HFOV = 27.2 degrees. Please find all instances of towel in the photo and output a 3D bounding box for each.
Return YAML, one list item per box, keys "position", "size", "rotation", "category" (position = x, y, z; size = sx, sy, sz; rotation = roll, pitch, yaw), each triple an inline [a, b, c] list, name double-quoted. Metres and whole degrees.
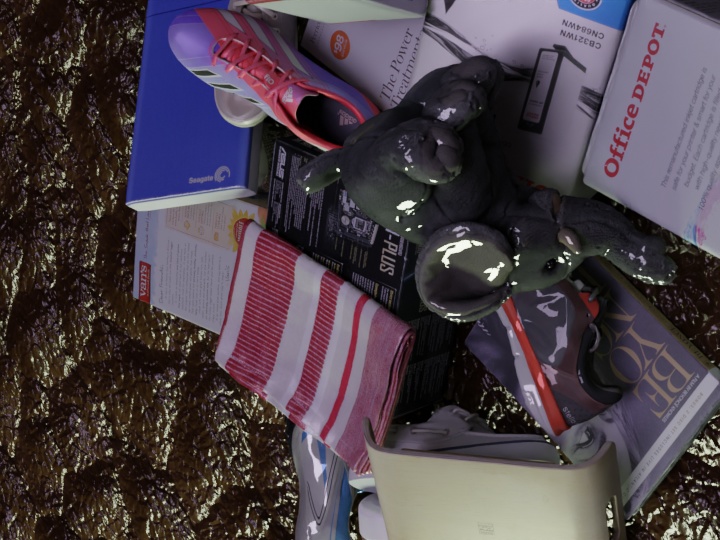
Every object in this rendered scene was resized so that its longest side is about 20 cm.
- position: [-0.045, 0.062, 1.243]
  size: [0.200, 0.023, 0.145]
  rotation: [33, 121, 34]
  category: "towel"

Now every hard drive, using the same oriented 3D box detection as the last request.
- position: [-0.143, -0.158, 1.328]
  size: [0.131, 0.025, 0.201]
  rotation: [-6, 71, 30]
  category: "hard drive"

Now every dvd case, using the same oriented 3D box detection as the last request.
- position: [0.178, 0.072, 1.154]
  size: [0.200, 0.016, 0.149]
  rotation: [47, 128, 25]
  category: "dvd case"

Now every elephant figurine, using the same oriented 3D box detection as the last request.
- position: [0.088, -0.033, 1.024]
  size: [0.200, 0.141, 0.155]
  rotation: [53, 162, -18]
  category: "elephant figurine"

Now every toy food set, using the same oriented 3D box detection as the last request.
- position: [0.105, 0.179, 1.162]
  size: [0.199, 0.061, 0.144]
  rotation: [2, 128, 19]
  category: "toy food set"

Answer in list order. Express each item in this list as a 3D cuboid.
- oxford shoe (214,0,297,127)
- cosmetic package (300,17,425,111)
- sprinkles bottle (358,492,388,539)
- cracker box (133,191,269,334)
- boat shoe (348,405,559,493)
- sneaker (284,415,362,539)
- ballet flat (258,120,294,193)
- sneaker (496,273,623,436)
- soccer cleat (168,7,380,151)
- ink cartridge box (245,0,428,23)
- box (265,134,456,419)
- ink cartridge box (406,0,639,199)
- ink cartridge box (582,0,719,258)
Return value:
- position: [-0.084, -0.221, 1.254]
  size: [0.075, 0.058, 0.201]
  rotation: [14, 85, 18]
  category: "oxford shoe"
- position: [0.042, -0.231, 1.188]
  size: [0.151, 0.052, 0.201]
  rotation: [42, 126, 32]
  category: "cosmetic package"
- position: [0.037, 0.297, 1.309]
  size: [0.068, 0.068, 0.201]
  rotation: [7, 105, 43]
  category: "sprinkles bottle"
- position: [-0.130, -0.016, 1.402]
  size: [0.200, 0.058, 0.135]
  rotation: [20, 112, 39]
  category: "cracker box"
- position: [0.077, 0.146, 1.240]
  size: [0.199, 0.072, 0.066]
  rotation: [-13, 60, 41]
  category: "boat shoe"
- position: [-0.028, 0.167, 1.355]
  size: [0.072, 0.072, 0.201]
  rotation: [157, 110, -73]
  category: "sneaker"
- position: [-0.126, -0.114, 1.362]
  size: [0.200, 0.075, 0.068]
  rotation: [30, 122, 35]
  category: "ballet flat"
- position: [0.146, 0.020, 1.129]
  size: [0.082, 0.077, 0.201]
  rotation: [-20, 85, 18]
  category: "sneaker"
- position: [-0.068, -0.152, 1.194]
  size: [0.200, 0.076, 0.067]
  rotation: [32, 100, 2]
  category: "soccer cleat"
- position: [-0.004, -0.289, 1.086]
  size: [0.145, 0.083, 0.201]
  rotation: [11, 92, 60]
  category: "ink cartridge box"
- position: [0.000, 0.000, 1.259]
  size: [0.163, 0.086, 0.201]
  rotation: [25, 117, 38]
  category: "box"
- position: [0.121, -0.155, 1.074]
  size: [0.146, 0.084, 0.201]
  rotation: [24, 121, 18]
  category: "ink cartridge box"
- position: [0.264, -0.087, 0.984]
  size: [0.200, 0.083, 0.146]
  rotation: [34, 123, 34]
  category: "ink cartridge box"
